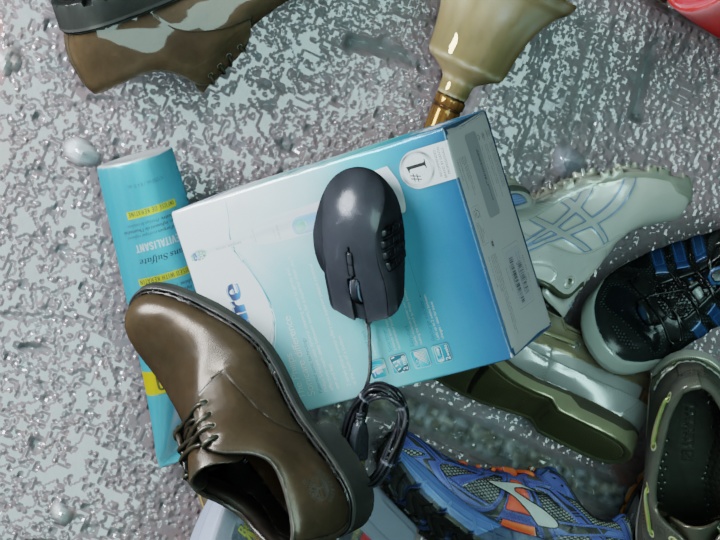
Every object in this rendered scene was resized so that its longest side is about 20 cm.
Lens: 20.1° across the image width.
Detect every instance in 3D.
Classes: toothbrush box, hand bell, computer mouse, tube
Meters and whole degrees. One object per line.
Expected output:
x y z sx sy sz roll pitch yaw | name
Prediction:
0.000 0.000 1.281 0.198 0.085 0.148 -17 95 24 | toothbrush box
0.055 -0.106 1.357 0.103 0.104 0.201 23 98 -13 | hand bell
-0.001 0.038 1.225 0.058 0.034 0.202 2 104 22 | computer mouse
-0.122 0.022 1.326 0.077 0.050 0.202 -16 100 -5 | tube

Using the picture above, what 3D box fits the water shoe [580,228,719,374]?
0.232 0.002 1.367 0.199 0.079 0.072 -27 78 -31 | water shoe

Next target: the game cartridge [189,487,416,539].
-0.042 0.182 1.283 0.133 0.200 0.041 42 126 -10 | game cartridge

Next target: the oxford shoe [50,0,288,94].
-0.096 -0.165 1.322 0.198 0.073 0.085 -18 110 -10 | oxford shoe

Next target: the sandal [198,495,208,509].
-0.051 0.206 1.335 0.054 0.080 0.201 -28 104 31 | sandal

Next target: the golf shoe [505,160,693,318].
0.136 -0.017 1.355 0.198 0.078 0.098 -9 80 -20 | golf shoe

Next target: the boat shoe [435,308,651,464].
0.106 0.054 1.371 0.199 0.075 0.069 31 64 -10 | boat shoe

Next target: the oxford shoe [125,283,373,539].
-0.083 0.088 1.230 0.200 0.073 0.084 46 41 17 | oxford shoe

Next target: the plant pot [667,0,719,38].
0.328 -0.222 1.357 0.181 0.200 0.202 26 85 -21 | plant pot

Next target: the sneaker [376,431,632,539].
0.098 0.161 1.370 0.199 0.075 0.079 32 68 -10 | sneaker

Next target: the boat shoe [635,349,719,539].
0.218 0.158 1.339 0.071 0.060 0.204 -2 103 5 | boat shoe

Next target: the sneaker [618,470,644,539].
0.257 0.149 1.400 0.200 0.077 0.078 -41 102 -7 | sneaker
